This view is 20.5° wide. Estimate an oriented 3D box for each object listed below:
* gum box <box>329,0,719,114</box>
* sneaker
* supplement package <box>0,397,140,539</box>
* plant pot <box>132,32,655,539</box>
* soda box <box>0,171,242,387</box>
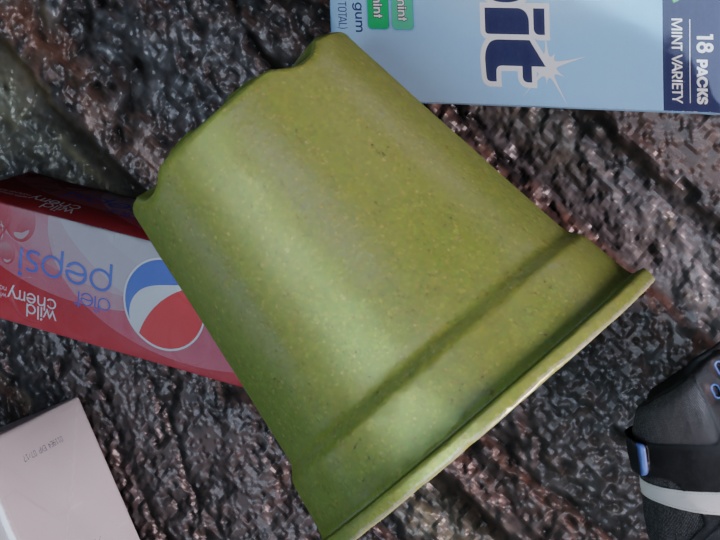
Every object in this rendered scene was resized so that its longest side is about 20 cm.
[{"bbox_3d":[0.080,-0.162,0.929,0.199,0.045,0.171,5,105,25],"label":"gum box"},{"bbox_3d":[0.209,0.074,0.909,0.200,0.073,0.112,-17,96,31],"label":"sneaker"},{"bbox_3d":[-0.243,0.165,1.130,0.200,0.114,0.110,-22,92,25],"label":"supplement package"},{"bbox_3d":[0.000,0.000,0.917,0.184,0.200,0.200,49,119,4],"label":"plant pot"},{"bbox_3d":[-0.117,0.004,1.062,0.199,0.063,0.070,13,109,23],"label":"soda box"}]
